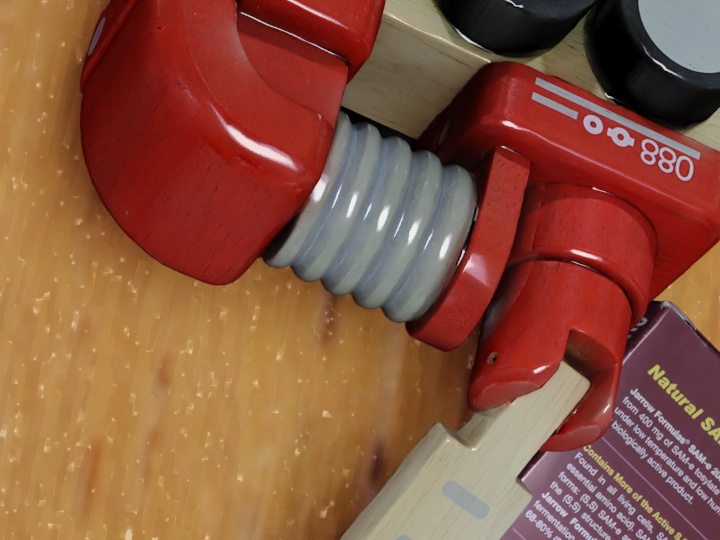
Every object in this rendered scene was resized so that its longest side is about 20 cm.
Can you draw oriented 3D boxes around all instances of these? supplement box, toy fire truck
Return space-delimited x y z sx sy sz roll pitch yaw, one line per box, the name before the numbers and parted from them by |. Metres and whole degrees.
supplement box | 0.054 0.117 0.815 0.109 0.061 0.200 44 81 -11
toy fire truck | 0.000 0.000 0.753 0.175 0.129 0.201 24 56 -15
